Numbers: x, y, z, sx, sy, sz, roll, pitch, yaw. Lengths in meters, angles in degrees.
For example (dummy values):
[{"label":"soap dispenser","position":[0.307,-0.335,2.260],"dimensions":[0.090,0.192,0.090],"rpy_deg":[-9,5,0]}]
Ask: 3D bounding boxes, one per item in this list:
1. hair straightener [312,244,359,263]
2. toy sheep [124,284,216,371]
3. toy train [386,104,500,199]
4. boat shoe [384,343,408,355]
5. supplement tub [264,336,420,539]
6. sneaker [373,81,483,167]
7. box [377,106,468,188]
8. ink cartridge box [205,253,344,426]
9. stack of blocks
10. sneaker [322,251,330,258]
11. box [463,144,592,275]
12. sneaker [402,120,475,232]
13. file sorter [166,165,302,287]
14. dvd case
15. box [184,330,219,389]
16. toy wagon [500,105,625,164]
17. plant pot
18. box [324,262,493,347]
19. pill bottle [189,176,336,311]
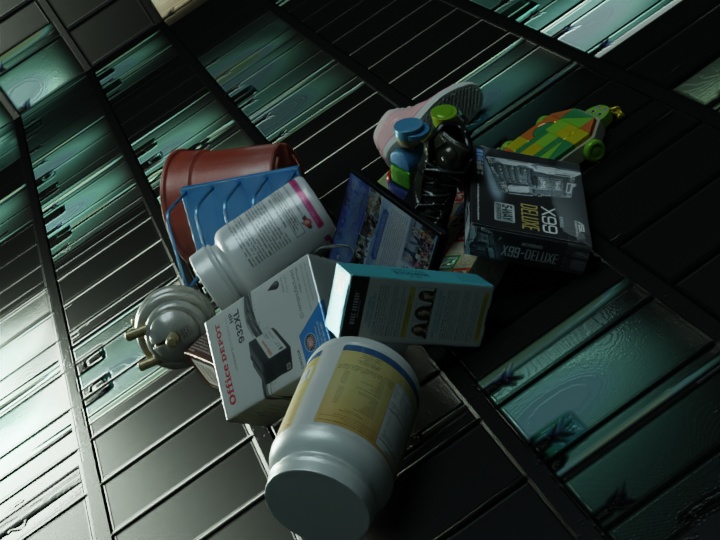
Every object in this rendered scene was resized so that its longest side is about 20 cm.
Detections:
[{"label":"hair straightener","position":[-0.067,0.035,1.589],"dimensions":[0.201,0.076,0.041],"rpy_deg":[-52,22,35]},{"label":"toy sheep","position":[-0.277,0.087,1.748],"dimensions":[0.137,0.139,0.200],"rpy_deg":[-30,17,2]},{"label":"toy train","position":[0.125,-0.186,1.671],"dimensions":[0.199,0.117,0.084],"rpy_deg":[-30,43,-28]},{"label":"boat shoe","position":[-0.017,0.094,1.555],"dimensions":[0.198,0.072,0.068],"rpy_deg":[-22,31,33]},{"label":"supplement tub","position":[-0.020,0.191,1.325],"dimensions":[0.143,0.146,0.201],"rpy_deg":[-13,34,30]},{"label":"sneaker","position":[0.105,-0.258,1.957],"dimensions":[0.199,0.076,0.105],"rpy_deg":[-38,34,0]},{"label":"box","position":[0.072,-0.158,1.815],"dimensions":[0.200,0.036,0.144],"rpy_deg":[-47,2,-22]},{"label":"ink cartridge box","position":[-0.095,0.093,1.505],"dimensions":[0.199,0.083,0.147],"rpy_deg":[-32,62,31]},{"label":"stack of blocks","position":[0.143,-0.027,1.586],"dimensions":[0.114,0.059,0.201],"rpy_deg":[-5,39,40]},{"label":"sneaker","position":[0.000,0.000,1.672],"dimensions":[0.199,0.079,0.076],"rpy_deg":[-2,46,51]},{"label":"box","position":[0.214,-0.082,1.529],"dimensions":[0.155,0.050,0.201],"rpy_deg":[10,36,-1]},{"label":"sneaker","position":[0.096,-0.107,1.529],"dimensions":[0.114,0.075,0.202],"rpy_deg":[92,-161,-76]},{"label":"file sorter","position":[-0.182,-0.061,1.807],"dimensions":[0.197,0.141,0.123],"rpy_deg":[-9,20,12]},{"label":"dvd case","position":[0.033,-0.029,1.543],"dimensions":[0.017,0.145,0.200],"rpy_deg":[-4,30,-38]},{"label":"box","position":[-0.147,0.084,1.690],"dimensions":[0.200,0.075,0.100],"rpy_deg":[-47,32,-21]},{"label":"toy wagon","position":[0.294,-0.189,1.705],"dimensions":[0.199,0.040,0.155],"rpy_deg":[-36,29,-6]},{"label":"plant pot","position":[-0.199,-0.120,1.946],"dimensions":[0.192,0.203,0.202],"rpy_deg":[-9,35,21]},{"label":"box","position":[0.060,0.043,1.423],"dimensions":[0.197,0.084,0.049],"rpy_deg":[5,16,-26]},{"label":"pill bottle","position":[-0.137,-0.034,1.667],"dimensions":[0.199,0.114,0.113],"rpy_deg":[-34,29,-3]}]
